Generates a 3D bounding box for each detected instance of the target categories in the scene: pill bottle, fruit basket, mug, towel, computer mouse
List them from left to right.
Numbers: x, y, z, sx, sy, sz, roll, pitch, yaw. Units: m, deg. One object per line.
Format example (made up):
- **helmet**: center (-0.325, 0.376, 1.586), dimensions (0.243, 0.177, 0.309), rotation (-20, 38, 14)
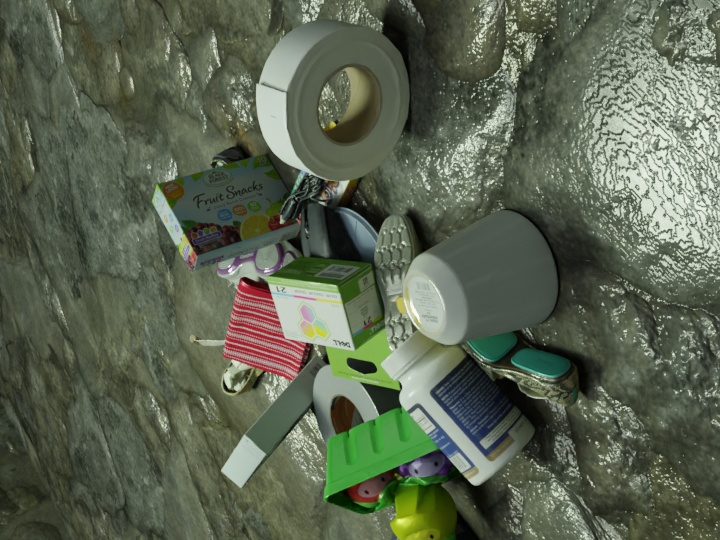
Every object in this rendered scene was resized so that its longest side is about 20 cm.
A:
- **towel**: center (-0.150, 0.101, 1.929), dimensions (0.144, 0.023, 0.201), rotation (19, 133, 1)
- **computer mouse**: center (-0.062, -0.037, 1.705), dimensions (0.201, 0.053, 0.138), rotation (62, 147, 10)
- **fruit basket**: center (0.067, 0.308, 1.616), dimensions (0.215, 0.155, 0.217), rotation (-12, 65, 26)
- **pill bottle**: center (0.122, 0.169, 1.500), dimensions (0.200, 0.111, 0.111), rotation (48, 145, 5)
- **mug**: center (0.131, 0.030, 1.419), dimensions (0.150, 0.153, 0.187), rotation (53, 145, 25)

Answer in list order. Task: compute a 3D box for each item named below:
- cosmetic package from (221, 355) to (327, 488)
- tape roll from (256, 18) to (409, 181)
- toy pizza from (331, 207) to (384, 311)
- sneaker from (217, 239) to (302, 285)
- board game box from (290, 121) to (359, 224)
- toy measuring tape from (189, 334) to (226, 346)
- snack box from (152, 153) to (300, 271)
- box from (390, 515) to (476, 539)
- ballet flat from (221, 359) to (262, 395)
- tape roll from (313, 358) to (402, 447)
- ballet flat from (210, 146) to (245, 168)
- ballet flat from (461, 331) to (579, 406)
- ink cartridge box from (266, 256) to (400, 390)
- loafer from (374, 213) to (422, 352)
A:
- **cosmetic package**: center (-0.134, 0.249, 1.900), dimensions (0.052, 0.200, 0.151), rotation (41, 143, 3)
- **tape roll**: center (-0.034, -0.220, 1.494), dimensions (0.071, 0.202, 0.204), rotation (27, 128, 48)
- **toy pizza**: center (0.000, 0.000, 1.716), dimensions (0.200, 0.032, 0.201), rotation (34, 134, 43)
- **sneaker**: center (-0.148, -0.003, 1.919), dimensions (0.199, 0.099, 0.075), rotation (1, 63, 48)
- **board game box**: center (-0.054, -0.127, 1.743), dimensions (0.096, 0.030, 0.200), rotation (56, 143, 21)
- **toy measuring tape**: center (-0.207, 0.097, 2.019), dimensions (0.199, 0.074, 0.074), rotation (-1, 107, 28)
- **snack box**: center (-0.208, -0.095, 1.830), dimensions (0.143, 0.199, 0.053), rotation (57, 147, 20)
- **box**: center (0.120, 0.487, 1.722), dimensions (0.182, 0.104, 0.201), rotation (51, 143, 31)
- **ballet flat**: center (-0.211, 0.169, 2.102), dimensions (0.071, 0.070, 0.200), rotation (57, 146, 21)
- **tape roll**: center (0.007, 0.232, 1.799), dimensions (0.200, 0.066, 0.201), rotation (32, 131, 46)
- **ballet flat**: center (-0.195, -0.115, 1.925), dimensions (0.201, 0.072, 0.072), rotation (59, 146, 18)
- **ballet flat**: center (0.195, 0.120, 1.457), dimensions (0.200, 0.068, 0.076), rotation (28, 144, 45)
- **ink cartridge box**: center (-0.035, 0.089, 1.648), dimensions (0.147, 0.076, 0.201), rotation (6, 119, 43)
- **loafer**: center (0.064, 0.023, 1.599), dimensions (0.070, 0.070, 0.201), rotation (-6, 84, 31)
